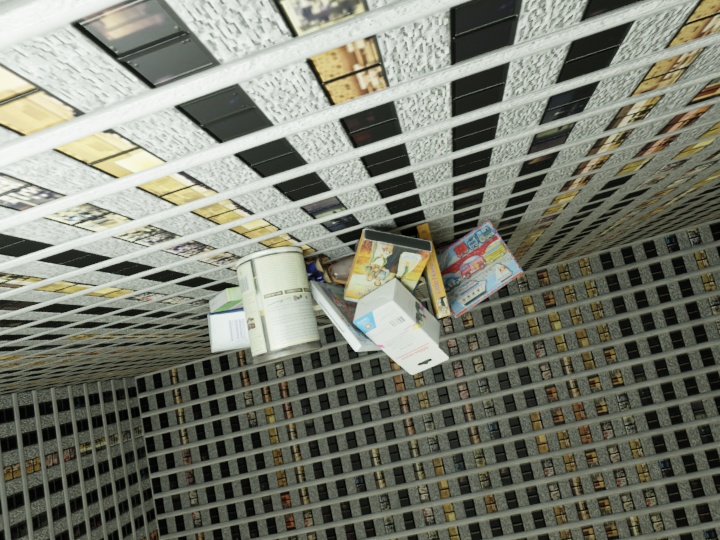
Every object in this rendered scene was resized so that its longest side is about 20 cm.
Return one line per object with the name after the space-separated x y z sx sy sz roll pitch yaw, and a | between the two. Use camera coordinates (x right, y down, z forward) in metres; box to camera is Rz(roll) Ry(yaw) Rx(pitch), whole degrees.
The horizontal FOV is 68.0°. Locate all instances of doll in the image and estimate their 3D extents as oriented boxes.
-0.167 0.040 1.218 0.196 0.049 0.138 -30 129 5 | doll

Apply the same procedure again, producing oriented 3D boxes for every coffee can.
-0.165 0.072 1.076 0.141 0.207 0.147 -12 172 -2 | coffee can

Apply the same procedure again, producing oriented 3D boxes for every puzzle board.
0.268 -0.006 1.277 0.197 0.153 0.017 -32 164 0 | puzzle board

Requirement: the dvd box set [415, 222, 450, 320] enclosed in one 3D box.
0.161 0.009 1.207 0.028 0.207 0.146 -13 172 3 | dvd box set

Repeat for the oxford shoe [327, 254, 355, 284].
0.013 -0.023 1.279 0.194 0.073 0.074 -15 153 -25 | oxford shoe

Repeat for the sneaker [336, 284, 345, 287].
0.036 0.058 1.338 0.194 0.082 0.128 0 -161 40 | sneaker

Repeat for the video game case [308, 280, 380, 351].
-0.020 0.102 1.183 0.023 0.183 0.199 -45 160 12 | video game case

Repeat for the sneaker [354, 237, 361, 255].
0.062 -0.041 1.202 0.074 0.118 0.201 7 150 37 | sneaker

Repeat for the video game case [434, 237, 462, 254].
0.259 -0.051 1.536 0.194 0.037 0.180 -18 170 20 | video game case

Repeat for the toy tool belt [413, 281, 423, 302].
0.121 0.061 1.461 0.118 0.129 0.202 8 -146 9 | toy tool belt

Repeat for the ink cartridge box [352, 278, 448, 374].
0.092 0.124 1.133 0.113 0.200 0.069 -29 -151 33 | ink cartridge box

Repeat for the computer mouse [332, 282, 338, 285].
0.000 0.000 1.432 0.195 0.045 0.109 -15 174 -29 | computer mouse

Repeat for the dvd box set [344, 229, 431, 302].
0.051 0.003 1.112 0.141 0.030 0.203 10 140 -9 | dvd box set

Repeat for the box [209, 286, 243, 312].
-0.286 0.067 1.414 0.195 0.038 0.143 -9 170 -37 | box

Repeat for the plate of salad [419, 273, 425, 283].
0.180 0.002 1.387 0.195 0.049 0.200 25 -170 -5 | plate of salad

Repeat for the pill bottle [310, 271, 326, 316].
-0.174 0.068 1.322 0.193 0.119 0.114 -11 171 -17 | pill bottle

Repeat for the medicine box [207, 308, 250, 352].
-0.329 0.157 1.523 0.175 0.107 0.200 -7 -178 -8 | medicine box
